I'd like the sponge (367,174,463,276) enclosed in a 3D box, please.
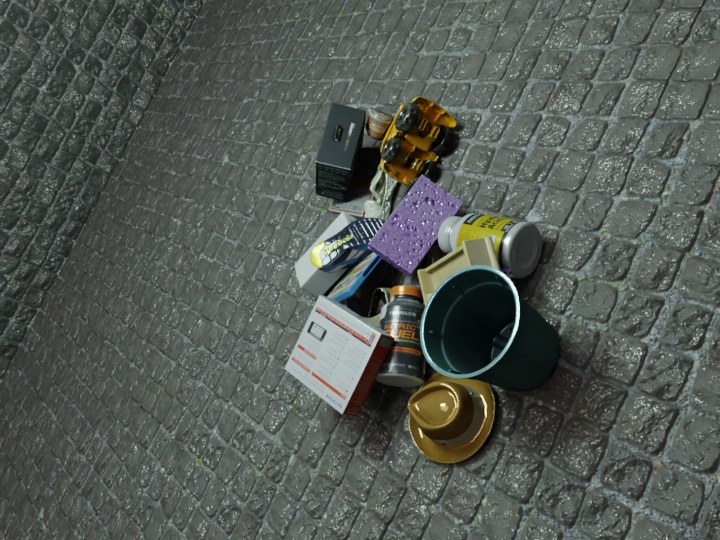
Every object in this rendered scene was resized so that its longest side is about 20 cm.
[{"bbox_3d":[0.117,-0.096,1.450,0.111,0.030,0.200,36,75,6],"label":"sponge"}]

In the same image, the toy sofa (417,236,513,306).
[{"bbox_3d":[0.203,0.005,1.337,0.200,0.097,0.083,141,119,-61],"label":"toy sofa"}]

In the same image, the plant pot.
[{"bbox_3d":[0.243,0.121,1.212,0.200,0.196,0.201,-23,52,34],"label":"plant pot"}]

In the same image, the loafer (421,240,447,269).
[{"bbox_3d":[0.157,-0.020,1.482,0.073,0.071,0.201,-21,53,36],"label":"loafer"}]

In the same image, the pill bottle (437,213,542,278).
[{"bbox_3d":[0.255,-0.056,1.376,0.200,0.111,0.112,16,78,49],"label":"pill bottle"}]

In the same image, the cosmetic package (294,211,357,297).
[{"bbox_3d":[-0.073,-0.038,1.711,0.200,0.074,0.102,-47,34,20],"label":"cosmetic package"}]

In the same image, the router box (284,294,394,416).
[{"bbox_3d":[-0.048,0.172,1.408,0.200,0.049,0.180,30,95,41],"label":"router box"}]

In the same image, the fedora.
[{"bbox_3d":[0.156,0.266,1.298,0.200,0.082,0.201,-25,50,33],"label":"fedora"}]

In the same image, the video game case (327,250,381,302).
[{"bbox_3d":[0.000,0.000,1.571,0.200,0.018,0.143,-50,12,-31],"label":"video game case"}]

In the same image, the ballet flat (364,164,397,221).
[{"bbox_3d":[0.042,-0.178,1.700,0.072,0.072,0.201,-1,67,45],"label":"ballet flat"}]

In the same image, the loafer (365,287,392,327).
[{"bbox_3d":[0.044,0.126,1.509,0.075,0.068,0.201,-19,54,37],"label":"loafer"}]

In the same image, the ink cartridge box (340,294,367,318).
[{"bbox_3d":[-0.057,0.156,1.539,0.136,0.076,0.200,-38,23,24],"label":"ink cartridge box"}]

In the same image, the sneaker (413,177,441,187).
[{"bbox_3d":[0.124,-0.123,1.570,0.074,0.081,0.201,1,68,46],"label":"sneaker"}]

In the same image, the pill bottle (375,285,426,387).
[{"bbox_3d":[0.089,0.135,1.423,0.106,0.106,0.201,-13,61,40],"label":"pill bottle"}]

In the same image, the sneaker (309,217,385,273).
[{"bbox_3d":[-0.021,-0.057,1.604,0.199,0.082,0.074,-26,61,4],"label":"sneaker"}]

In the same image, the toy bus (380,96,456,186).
[{"bbox_3d":[0.111,-0.310,1.671,0.201,0.135,0.192,-63,24,-2],"label":"toy bus"}]

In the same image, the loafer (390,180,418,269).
[{"bbox_3d":[0.107,-0.100,1.499,0.068,0.070,0.202,14,92,9],"label":"loafer"}]

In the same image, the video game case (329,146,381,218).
[{"bbox_3d":[0.004,-0.237,1.810,0.143,0.017,0.201,16,78,49],"label":"video game case"}]

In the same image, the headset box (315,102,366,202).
[{"bbox_3d":[-0.052,-0.301,1.736,0.200,0.092,0.175,101,-177,-72],"label":"headset box"}]

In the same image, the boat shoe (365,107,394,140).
[{"bbox_3d":[0.042,-0.378,1.767,0.200,0.075,0.072,-67,-2,-76],"label":"boat shoe"}]
